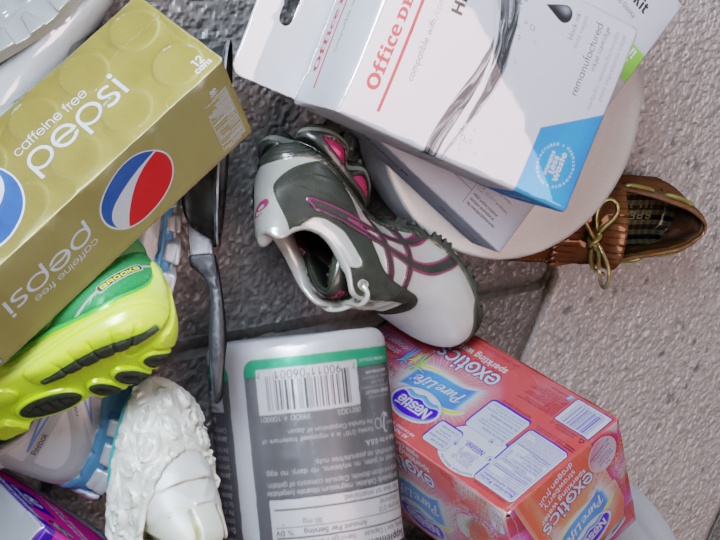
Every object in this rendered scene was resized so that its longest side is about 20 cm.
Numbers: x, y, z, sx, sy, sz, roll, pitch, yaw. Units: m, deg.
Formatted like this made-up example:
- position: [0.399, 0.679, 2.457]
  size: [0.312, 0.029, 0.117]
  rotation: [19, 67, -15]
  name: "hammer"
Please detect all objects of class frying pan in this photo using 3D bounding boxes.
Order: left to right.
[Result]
- position: [-0.085, -0.035, 0.795]
  size: [0.031, 0.115, 0.191]
  rotation: [4, 108, -3]
  name: "frying pan"

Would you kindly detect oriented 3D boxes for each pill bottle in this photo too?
- position: [-0.031, 0.139, 0.865]
  size: [0.113, 0.113, 0.201]
  rotation: [-4, 88, -39]
  name: "pill bottle"

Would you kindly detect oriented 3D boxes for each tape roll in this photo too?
- position: [0.094, -0.108, 0.920]
  size: [0.202, 0.037, 0.204]
  rotation: [-6, 105, -24]
  name: "tape roll"

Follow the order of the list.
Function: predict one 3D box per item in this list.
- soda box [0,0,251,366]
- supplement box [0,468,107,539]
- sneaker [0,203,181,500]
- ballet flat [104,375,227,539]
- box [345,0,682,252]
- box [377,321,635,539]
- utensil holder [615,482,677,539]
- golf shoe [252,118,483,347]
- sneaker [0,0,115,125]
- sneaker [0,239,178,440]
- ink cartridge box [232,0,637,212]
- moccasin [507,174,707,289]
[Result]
- position: [-0.149, -0.036, 0.681]
  size: [0.200, 0.068, 0.064]
  rotation: [-45, 153, -14]
  name: "soda box"
- position: [-0.175, 0.206, 0.828]
  size: [0.104, 0.101, 0.200]
  rotation: [-51, 135, -10]
  name: "supplement box"
- position: [-0.159, 0.027, 0.782]
  size: [0.086, 0.075, 0.201]
  rotation: [13, 95, -25]
  name: "sneaker"
- position: [-0.102, 0.160, 0.763]
  size: [0.072, 0.072, 0.201]
  rotation: [7, 92, -42]
  name: "ballet flat"
- position: [0.087, -0.137, 0.865]
  size: [0.156, 0.041, 0.200]
  rotation: [41, 82, -27]
  name: "box"
- position: [0.071, 0.117, 0.929]
  size: [0.102, 0.200, 0.095]
  rotation: [-35, 129, -24]
  name: "box"
- position: [0.127, 0.265, 1.073]
  size: [0.199, 0.170, 0.171]
  rotation: [-25, 125, -29]
  name: "utensil holder"
- position: [0.000, 0.000, 0.873]
  size: [0.200, 0.077, 0.088]
  rotation: [43, 44, -31]
  name: "golf shoe"
- position: [-0.184, -0.092, 0.708]
  size: [0.200, 0.076, 0.081]
  rotation: [-48, 143, -4]
  name: "sneaker"
- position: [-0.190, 0.038, 0.731]
  size: [0.199, 0.084, 0.074]
  rotation: [-17, 145, 5]
  name: "sneaker"
- position: [0.043, -0.122, 0.787]
  size: [0.199, 0.068, 0.117]
  rotation: [20, 92, -27]
  name: "ink cartridge box"
- position: [0.172, -0.031, 1.029]
  size: [0.201, 0.078, 0.074]
  rotation: [3, 109, -38]
  name: "moccasin"
